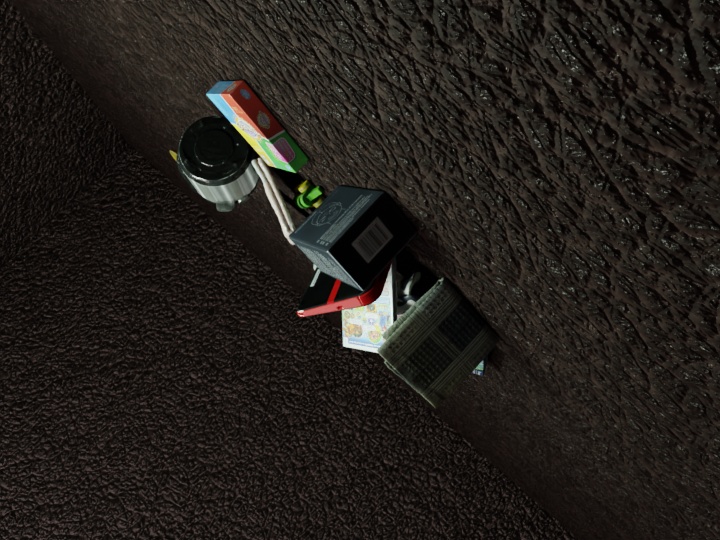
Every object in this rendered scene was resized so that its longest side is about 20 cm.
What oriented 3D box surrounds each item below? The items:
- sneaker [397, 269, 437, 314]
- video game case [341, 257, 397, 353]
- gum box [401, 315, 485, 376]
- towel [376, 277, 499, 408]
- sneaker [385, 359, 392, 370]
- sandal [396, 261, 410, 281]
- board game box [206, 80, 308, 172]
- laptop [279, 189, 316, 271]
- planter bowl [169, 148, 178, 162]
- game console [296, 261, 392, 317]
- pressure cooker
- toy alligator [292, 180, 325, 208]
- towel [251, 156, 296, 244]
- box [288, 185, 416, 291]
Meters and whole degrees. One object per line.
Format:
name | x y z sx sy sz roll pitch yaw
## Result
sneaker | 0.081 0.041 1.351 0.199 0.080 0.130 13 146 14
video game case | 0.016 0.067 1.349 0.143 0.201 0.018 5 -171 42
gum box | 0.191 0.175 1.499 0.200 0.045 0.170 16 161 16
towel | 0.151 0.146 1.294 0.193 0.200 0.035 46 176 -20
sneaker | 0.148 0.144 1.350 0.067 0.200 0.090 65 163 7
sandal | 0.088 0.032 1.467 0.082 0.055 0.200 38 169 22
board game box | -0.207 -0.289 1.312 0.200 0.040 0.153 49 168 -30
laptop | -0.144 -0.083 1.593 0.116 0.201 0.187 4 -167 -11
planter bowl | -0.515 -0.341 2.121 0.200 0.083 0.200 42 170 9
game console | -0.023 0.007 1.279 0.177 0.200 0.031 -16 123 29
pressure cooker | -0.326 -0.248 1.550 0.179 0.176 0.200 39 170 9
toy alligator | -0.132 -0.165 1.491 0.059 0.054 0.200 46 169 -18
towel | -0.194 -0.157 1.528 0.200 0.032 0.191 113 132 -86
box | -0.019 -0.066 1.214 0.107 0.148 0.200 48 169 -26
